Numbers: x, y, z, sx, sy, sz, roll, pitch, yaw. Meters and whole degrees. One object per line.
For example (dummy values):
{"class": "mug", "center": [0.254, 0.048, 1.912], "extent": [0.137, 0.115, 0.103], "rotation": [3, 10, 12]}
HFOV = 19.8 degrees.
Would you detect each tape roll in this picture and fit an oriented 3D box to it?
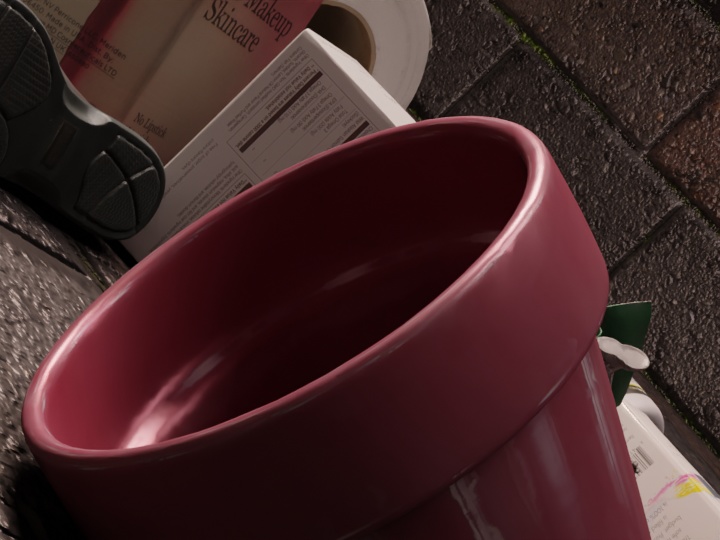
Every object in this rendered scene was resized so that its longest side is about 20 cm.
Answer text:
{"class": "tape roll", "center": [-0.063, -0.192, 1.605], "extent": [0.203, 0.203, 0.139], "rotation": [40, 10, -39]}

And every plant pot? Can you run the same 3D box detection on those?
{"class": "plant pot", "center": [0.013, 0.072, 0.712], "extent": [0.179, 0.200, 0.200], "rotation": [59, 2, -21]}

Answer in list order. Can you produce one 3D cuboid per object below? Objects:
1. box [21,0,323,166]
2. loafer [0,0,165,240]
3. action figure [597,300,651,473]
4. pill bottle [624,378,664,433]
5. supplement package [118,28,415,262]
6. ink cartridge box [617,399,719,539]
{"class": "box", "center": [-0.103, -0.156, 1.133], "extent": [0.109, 0.200, 0.128], "rotation": [35, 3, 21]}
{"class": "loafer", "center": [-0.170, -0.079, 0.980], "extent": [0.063, 0.072, 0.200], "rotation": [26, -14, 39]}
{"class": "action figure", "center": [0.116, 0.117, 1.178], "extent": [0.055, 0.118, 0.200], "rotation": [45, -33, 29]}
{"class": "pill bottle", "center": [0.127, 0.078, 1.549], "extent": [0.200, 0.112, 0.112], "rotation": [51, 9, 35]}
{"class": "supplement package", "center": [0.000, 0.000, 1.107], "extent": [0.200, 0.151, 0.152], "rotation": [47, 7, 8]}
{"class": "ink cartridge box", "center": [0.183, 0.186, 1.255], "extent": [0.200, 0.117, 0.067], "rotation": [51, 9, 34]}
